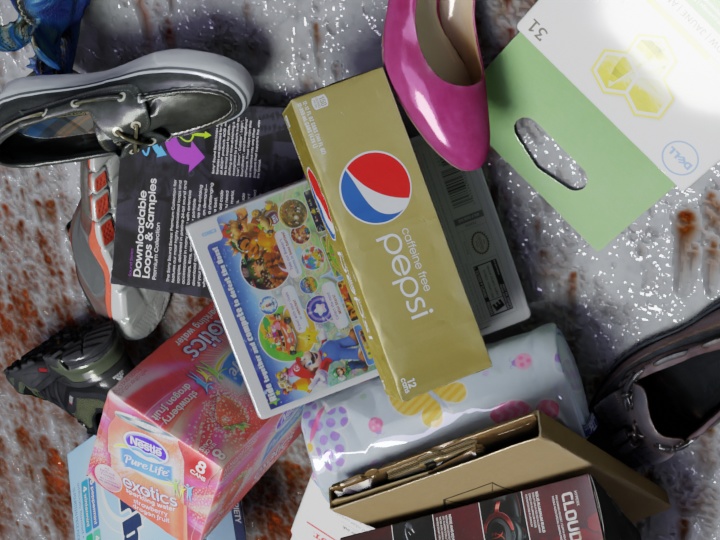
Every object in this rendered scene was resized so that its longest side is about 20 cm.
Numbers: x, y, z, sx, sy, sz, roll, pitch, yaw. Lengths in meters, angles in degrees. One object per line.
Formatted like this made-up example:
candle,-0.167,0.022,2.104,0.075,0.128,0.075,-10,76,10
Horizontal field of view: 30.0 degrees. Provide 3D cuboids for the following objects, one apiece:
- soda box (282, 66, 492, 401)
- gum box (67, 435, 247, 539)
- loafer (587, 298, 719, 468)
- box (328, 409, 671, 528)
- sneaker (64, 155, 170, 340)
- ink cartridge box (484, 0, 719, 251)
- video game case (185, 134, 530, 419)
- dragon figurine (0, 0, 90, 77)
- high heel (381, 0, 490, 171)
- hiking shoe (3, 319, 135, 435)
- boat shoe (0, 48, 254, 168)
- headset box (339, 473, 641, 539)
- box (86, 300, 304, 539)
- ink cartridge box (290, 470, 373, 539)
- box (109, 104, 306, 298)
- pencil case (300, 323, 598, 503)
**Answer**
soda box,0.016,-0.021,0.855,0.068,0.064,0.201,175,74,-82
gum box,-0.178,0.203,1.150,0.200,0.044,0.171,-34,58,40
loafer,0.207,0.080,0.887,0.072,0.063,0.200,44,131,2
box,0.100,0.158,0.927,0.163,0.021,0.200,-24,145,26
sneaker,-0.209,-0.036,1.071,0.082,0.077,0.201,19,125,29
ink cartridge box,0.154,-0.107,0.821,0.146,0.048,0.200,45,129,1
video game case,0.000,0.000,0.910,0.199,0.018,0.144,-21,101,-2
dragon figurine,-0.232,-0.178,0.956,0.059,0.200,0.100,22,91,11
high heel,0.060,-0.165,0.818,0.096,0.067,0.201,-17,87,47
hiking shoe,-0.237,0.104,1.141,0.101,0.076,0.200,59,154,-10
boat shoe,-0.170,-0.106,0.944,0.199,0.057,0.069,-5,145,19
headset box,0.107,0.211,0.918,0.199,0.075,0.149,-18,149,16
box,-0.097,0.094,0.994,0.102,0.200,0.095,33,130,12
ink cartridge box,0.021,0.181,1.060,0.117,0.067,0.200,30,128,12
box,-0.092,-0.050,0.978,0.199,0.036,0.144,8,94,27
pencil case,0.059,0.101,0.929,0.199,0.083,0.091,-16,148,10
